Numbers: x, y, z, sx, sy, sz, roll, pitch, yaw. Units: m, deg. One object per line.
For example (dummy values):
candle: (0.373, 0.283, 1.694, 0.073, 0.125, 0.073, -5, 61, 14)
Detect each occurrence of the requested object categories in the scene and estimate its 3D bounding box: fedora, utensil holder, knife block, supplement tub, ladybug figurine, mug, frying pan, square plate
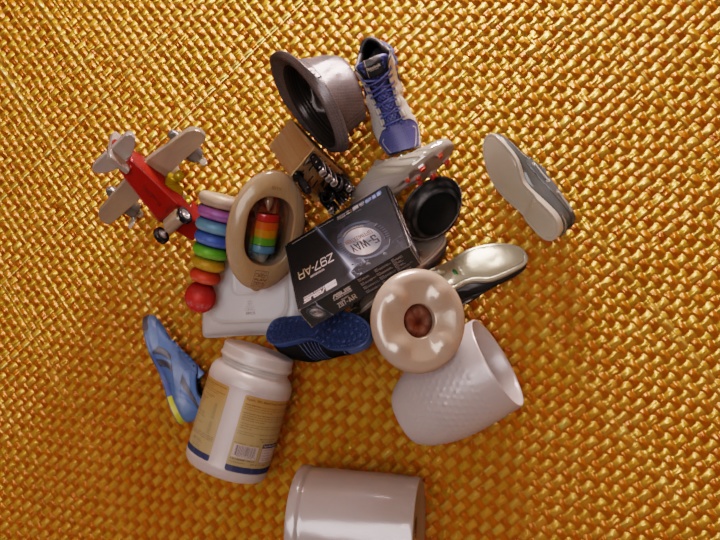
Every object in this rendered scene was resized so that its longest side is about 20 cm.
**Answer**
fedora: (-0.057, -0.292, 1.346, 0.089, 0.179, 0.200, -34, 52, -14)
utensil holder: (-0.003, 0.396, 1.279, 0.194, 0.170, 0.175, 0, 87, 12)
knife block: (-0.088, -0.174, 1.328, 0.064, 0.175, 0.200, -46, 77, 6)
supplement tub: (-0.194, 0.229, 1.349, 0.141, 0.144, 0.205, 18, 91, 14)
ladybug figurine: (-0.161, -0.067, 1.347, 0.133, 0.072, 0.205, 7, 104, -29)
mug: (0.132, 0.164, 1.277, 0.174, 0.147, 0.203, -33, 58, 18)
frying pan: (0.095, -0.067, 1.325, 0.192, 0.031, 0.114, -54, 45, 1)
square plate: (-0.190, 0.012, 1.420, 0.194, 0.028, 0.204, -3, 86, 15)

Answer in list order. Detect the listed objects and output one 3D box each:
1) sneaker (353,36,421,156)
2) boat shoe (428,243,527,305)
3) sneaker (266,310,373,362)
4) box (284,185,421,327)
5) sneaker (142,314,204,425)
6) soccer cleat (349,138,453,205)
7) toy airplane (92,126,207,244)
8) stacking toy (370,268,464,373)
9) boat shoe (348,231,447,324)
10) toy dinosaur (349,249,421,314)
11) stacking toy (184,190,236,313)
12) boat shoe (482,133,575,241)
sneaker: (0.033, -0.292, 1.335, 0.079, 0.115, 0.205, -17, 83, 13)
boat shoe: (0.174, 0.015, 1.313, 0.196, 0.068, 0.073, -22, 52, 0)
sneaker: (-0.056, 0.111, 1.335, 0.196, 0.078, 0.072, 0, 64, 31)
box: (-0.016, -0.025, 1.270, 0.197, 0.044, 0.162, -29, 41, 11)
sneaker: (-0.316, 0.163, 1.430, 0.077, 0.066, 0.204, -25, 81, 0)
soccer cleat: (0.061, -0.163, 1.342, 0.198, 0.069, 0.079, -35, 67, 16)
toy airplane: (-0.359, -0.160, 1.416, 0.194, 0.142, 0.204, 8, 117, 5)
stacking toy: (0.063, 0.079, 1.253, 0.142, 0.200, 0.151, 1, 85, -14)
boat shoe: (0.067, 0.014, 1.346, 0.199, 0.057, 0.067, -39, 43, 6)
toy dinosaur: (0.000, 0.000, 1.310, 0.198, 0.077, 0.104, -36, 50, 15)
stacking toy: (-0.251, -0.027, 1.389, 0.083, 0.085, 0.205, 15, 96, 15)
boat shoe: (0.267, -0.139, 1.305, 0.061, 0.073, 0.202, -23, 69, -31)
